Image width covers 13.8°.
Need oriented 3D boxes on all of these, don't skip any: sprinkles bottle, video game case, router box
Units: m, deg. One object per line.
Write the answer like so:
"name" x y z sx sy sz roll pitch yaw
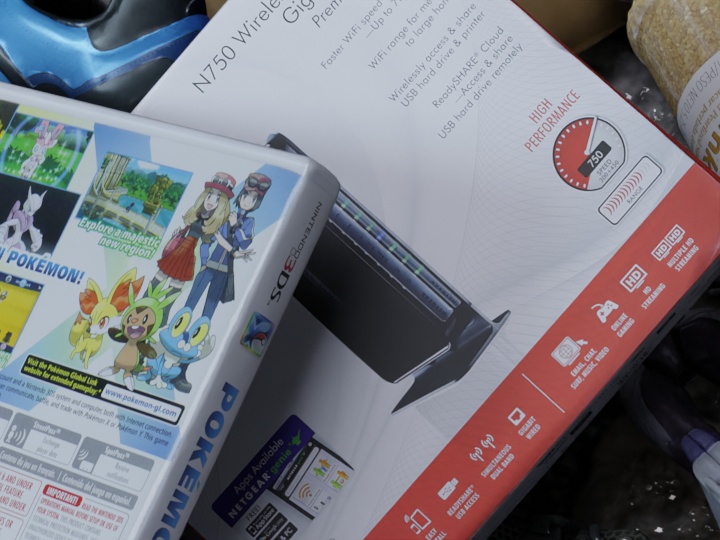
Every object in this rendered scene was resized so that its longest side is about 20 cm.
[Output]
"sprinkles bottle" 0.166 -0.033 1.093 0.068 0.068 0.200 -24 53 0
"video game case" -0.118 0.031 0.946 0.199 0.022 0.183 15 75 41
"router box" 0.000 0.000 0.981 0.179 0.049 0.200 41 93 11

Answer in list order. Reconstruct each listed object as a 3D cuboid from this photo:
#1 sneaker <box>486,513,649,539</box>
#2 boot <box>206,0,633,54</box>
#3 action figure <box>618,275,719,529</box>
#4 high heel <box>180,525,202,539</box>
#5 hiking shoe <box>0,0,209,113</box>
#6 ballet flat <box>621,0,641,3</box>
"sneaker" 0.045 0.102 1.037 0.114 0.076 0.200 -28 57 -5
"boot" -0.006 -0.121 1.147 0.200 0.066 0.175 -38 87 -32
"action figure" 0.107 0.031 1.029 0.130 0.069 0.200 -48 42 -6
"high heel" -0.094 0.176 1.026 0.142 0.071 0.201 15 97 -5
"hiking shoe" -0.129 -0.078 1.089 0.199 0.074 0.087 7 102 30
"ballet flat" 0.169 -0.160 1.173 0.199 0.068 0.067 -18 47 -15
